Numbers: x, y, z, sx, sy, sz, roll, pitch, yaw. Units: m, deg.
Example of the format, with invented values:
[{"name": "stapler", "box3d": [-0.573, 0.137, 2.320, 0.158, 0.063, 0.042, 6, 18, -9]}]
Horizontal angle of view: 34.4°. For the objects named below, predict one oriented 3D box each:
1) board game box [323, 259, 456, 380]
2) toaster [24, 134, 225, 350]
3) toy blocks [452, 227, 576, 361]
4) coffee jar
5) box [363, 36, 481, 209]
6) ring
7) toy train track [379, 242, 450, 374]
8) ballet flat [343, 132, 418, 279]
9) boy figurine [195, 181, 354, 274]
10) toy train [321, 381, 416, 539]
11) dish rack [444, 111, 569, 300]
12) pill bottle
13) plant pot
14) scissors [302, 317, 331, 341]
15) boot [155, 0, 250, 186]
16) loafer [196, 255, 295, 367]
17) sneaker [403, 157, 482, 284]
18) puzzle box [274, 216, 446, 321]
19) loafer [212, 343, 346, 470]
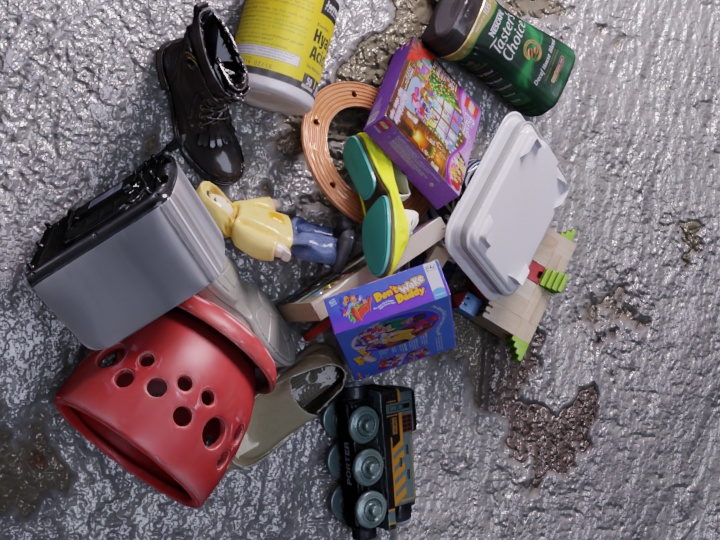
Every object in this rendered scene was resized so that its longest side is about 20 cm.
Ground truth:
[{"name": "board game box", "box3d": [0.039, 0.063, 1.350, 0.134, 0.200, 0.045, -19, 69, -1]}, {"name": "toaster", "box3d": [-0.241, -0.029, 1.241, 0.199, 0.181, 0.119, -32, 111, 3]}, {"name": "toy blocks", "box3d": [0.189, 0.000, 1.534, 0.136, 0.100, 0.201, 30, 77, -11]}, {"name": "coffee jar", "box3d": [0.178, -0.292, 1.515, 0.199, 0.085, 0.105, 28, 79, -23]}, {"name": "box", "box3d": [0.081, -0.186, 1.436, 0.137, 0.039, 0.201, 45, 36, -21]}, {"name": "ring", "box3d": [0.009, -0.141, 1.439, 0.199, 0.019, 0.202, 16, 60, -31]}, {"name": "toy train track", "box3d": [0.055, 0.044, 1.451, 0.114, 0.033, 0.201, 16, 120, -23]}, {"name": "ballet flat", "box3d": [0.032, -0.077, 1.356, 0.067, 0.067, 0.201, 7, 54, -31]}, {"name": "boy figurine", "box3d": [-0.110, -0.056, 1.374, 0.199, 0.125, 0.065, 16, 121, -11]}, {"name": "toy train", "box3d": [0.020, 0.234, 1.457, 0.113, 0.085, 0.202, -8, 95, -35]}, {"name": "dish rack", "box3d": [0.191, -0.074, 1.432, 0.172, 0.043, 0.201, 45, 67, -46]}, {"name": "pill bottle", "box3d": [-0.085, -0.295, 1.373, 0.111, 0.111, 0.201, 17, 84, -25]}, {"name": "plant pot", "box3d": [-0.208, 0.131, 1.281, 0.200, 0.200, 0.183, 41, 67, -21]}, {"name": "scissors", "box3d": [-0.019, 0.050, 1.367, 0.073, 0.200, 0.014, -34, 91, -20]}, {"name": "boot", "box3d": [-0.164, -0.190, 1.302, 0.069, 0.174, 0.201, -29, 103, -22]}, {"name": "loafer", "box3d": [-0.150, 0.048, 1.374, 0.200, 0.063, 0.072, 53, 28, -38]}, {"name": "sneaker", "box3d": [0.120, -0.051, 1.479, 0.070, 0.108, 0.201, 18, 83, -27]}, {"name": "puzzle box", "box3d": [0.000, 0.000, 1.409, 0.199, 0.133, 0.026, -34, 100, -22]}, {"name": "loafer", "box3d": [-0.095, 0.163, 1.403, 0.200, 0.068, 0.076, -44, 108, -18]}]
